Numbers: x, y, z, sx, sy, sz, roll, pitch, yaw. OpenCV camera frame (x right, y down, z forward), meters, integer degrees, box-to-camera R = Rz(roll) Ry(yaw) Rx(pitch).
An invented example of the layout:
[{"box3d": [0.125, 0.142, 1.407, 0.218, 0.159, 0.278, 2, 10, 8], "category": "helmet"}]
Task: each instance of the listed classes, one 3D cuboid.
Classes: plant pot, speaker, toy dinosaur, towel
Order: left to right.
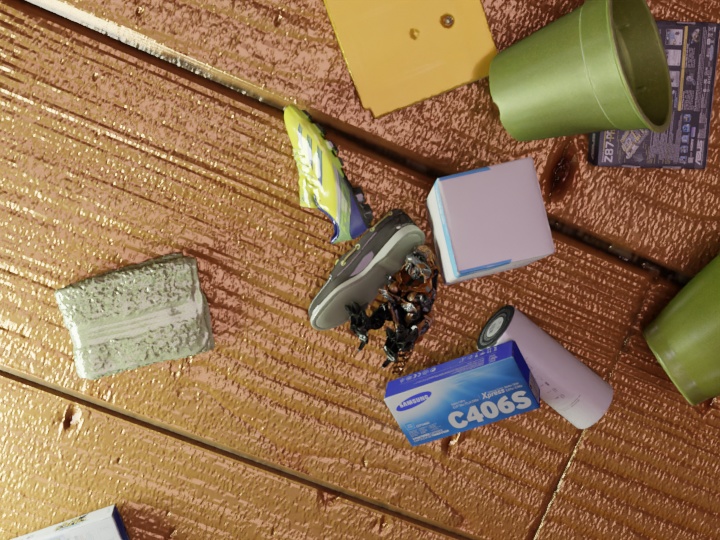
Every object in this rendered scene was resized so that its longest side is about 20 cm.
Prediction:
[{"box3d": [-0.308, 0.064, 1.378, 0.198, 0.036, 0.150, -13, 102, -3], "category": "towel"}, {"box3d": [0.065, 0.066, 1.382, 0.135, 0.102, 0.201, -29, 117, -40], "category": "toy dinosaur"}, {"box3d": [0.265, 0.140, 1.434, 0.200, 0.081, 0.081, 38, 96, -12], "category": "speaker"}, {"box3d": [0.275, -0.248, 1.288, 0.189, 0.200, 0.201, -15, 107, 35], "category": "plant pot"}, {"box3d": [0.509, 0.085, 1.405, 0.192, 0.201, 0.201, -35, 104, 15], "category": "plant pot"}]

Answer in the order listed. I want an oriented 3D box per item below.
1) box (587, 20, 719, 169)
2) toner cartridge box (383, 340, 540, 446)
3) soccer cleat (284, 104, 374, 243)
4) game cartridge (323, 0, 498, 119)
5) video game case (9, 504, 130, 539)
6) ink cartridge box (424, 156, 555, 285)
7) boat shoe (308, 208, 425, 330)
[{"box3d": [0.404, -0.242, 1.382, 0.160, 0.049, 0.202, 0, 102, -8], "category": "box"}, {"box3d": [0.142, 0.175, 1.405, 0.199, 0.043, 0.095, -22, 113, 21], "category": "toner cartridge box"}, {"box3d": [-0.057, -0.127, 1.350, 0.083, 0.065, 0.201, -30, 104, 5], "category": "soccer cleat"}, {"box3d": [0.071, -0.317, 1.342, 0.199, 0.032, 0.177, -20, 104, 1], "category": "game cartridge"}, {"box3d": [-0.408, 0.461, 1.448, 0.180, 0.045, 0.201, -18, 103, -3], "category": "video game case"}, {"box3d": [0.163, -0.059, 1.330, 0.128, 0.200, 0.126, -13, 86, -3], "category": "ink cartridge box"}, {"box3d": [0.000, 0.000, 1.387, 0.201, 0.061, 0.072, -43, 143, 8], "category": "boat shoe"}]
